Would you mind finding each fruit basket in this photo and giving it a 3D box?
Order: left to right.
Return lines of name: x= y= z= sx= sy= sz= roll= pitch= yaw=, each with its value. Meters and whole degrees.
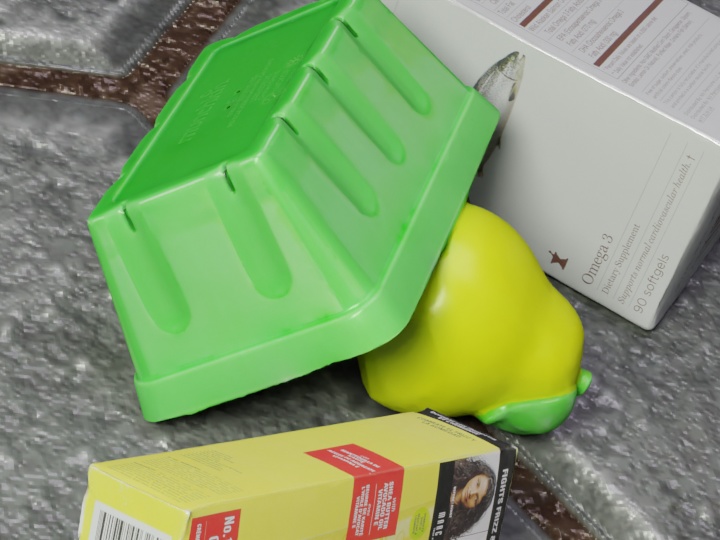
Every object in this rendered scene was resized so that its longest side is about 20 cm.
fruit basket: x=0.000 y=0.000 z=0.996 sx=0.216 sy=0.155 sz=0.216 roll=38 pitch=42 yaw=-46

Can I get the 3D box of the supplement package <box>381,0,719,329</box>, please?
supplement package: x=0.098 y=-0.084 z=1.132 sx=0.200 sy=0.117 sz=0.117 roll=30 pitch=38 yaw=12

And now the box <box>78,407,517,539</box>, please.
box: x=-0.021 y=0.100 z=0.833 sx=0.050 sy=0.075 sz=0.200 roll=19 pitch=13 yaw=36
